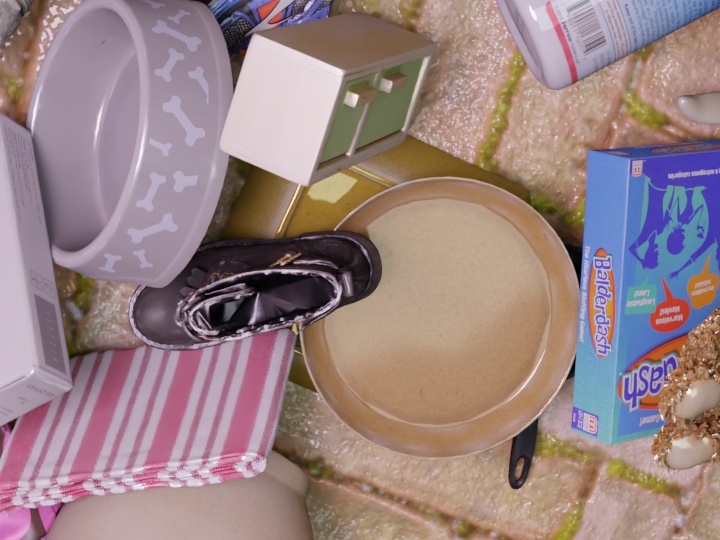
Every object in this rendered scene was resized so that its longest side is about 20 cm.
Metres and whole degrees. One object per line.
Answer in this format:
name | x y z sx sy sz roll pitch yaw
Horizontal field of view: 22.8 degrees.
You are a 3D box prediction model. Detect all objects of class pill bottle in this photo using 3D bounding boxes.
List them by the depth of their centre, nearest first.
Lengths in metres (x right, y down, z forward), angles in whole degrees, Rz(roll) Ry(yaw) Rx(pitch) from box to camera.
pill bottle | 0.193 -0.213 1.216 0.199 0.109 0.110 -27 104 0

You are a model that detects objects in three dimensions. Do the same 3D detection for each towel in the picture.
towel | -0.143 0.100 1.212 0.198 0.147 0.030 -8 123 14

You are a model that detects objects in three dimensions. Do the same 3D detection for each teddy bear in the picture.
teddy bear | 0.252 0.051 1.218 0.201 0.066 0.145 -54 147 -19

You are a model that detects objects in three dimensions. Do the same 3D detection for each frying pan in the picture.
frying pan | 0.143 0.062 1.312 0.114 0.031 0.192 -18 119 -5

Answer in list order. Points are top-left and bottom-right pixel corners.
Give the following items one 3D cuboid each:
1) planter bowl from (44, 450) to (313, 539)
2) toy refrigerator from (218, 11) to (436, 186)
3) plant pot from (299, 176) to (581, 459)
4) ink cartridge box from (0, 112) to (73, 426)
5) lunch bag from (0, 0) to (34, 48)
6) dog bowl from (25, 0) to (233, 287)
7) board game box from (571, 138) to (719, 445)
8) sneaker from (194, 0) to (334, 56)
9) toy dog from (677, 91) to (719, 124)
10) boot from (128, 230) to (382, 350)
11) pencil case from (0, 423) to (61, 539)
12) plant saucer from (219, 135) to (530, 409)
planter bowl | -0.113 0.184 1.246 0.199 0.200 0.136 26 71 -11
toy refrigerator | -0.014 -0.113 1.144 0.069 0.200 0.077 24 107 13
plant pot | 0.055 0.032 1.250 0.198 0.027 0.202 -1 102 -6
ink cartridge box | -0.282 0.019 1.165 0.175 0.202 0.045 -26 149 18
lunch bag | -0.279 -0.237 1.150 0.199 0.139 0.168 37 80 -15
dog bowl | -0.158 -0.087 1.160 0.058 0.200 0.202 9 103 -35
board game box | 0.222 0.012 1.267 0.151 0.045 0.202 -8 106 -36
sneaker | -0.058 -0.178 1.219 0.199 0.075 0.079 -39 107 5
toy dog | 0.302 -0.158 1.187 0.192 0.200 0.141 -1 78 16
boot | -0.083 0.016 1.144 0.198 0.174 0.070 -15 93 15
pencil case | -0.282 0.111 1.253 0.093 0.091 0.201 -25 106 0
plant saucer | 0.000 0.000 1.275 0.198 0.048 0.202 23 99 -11
